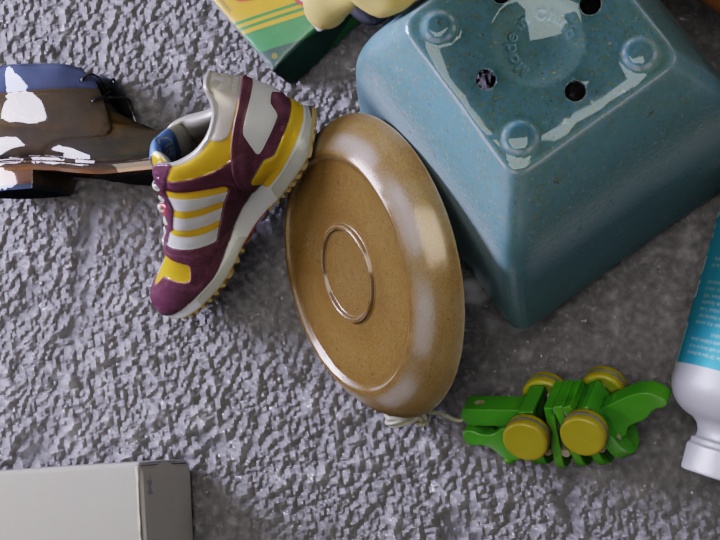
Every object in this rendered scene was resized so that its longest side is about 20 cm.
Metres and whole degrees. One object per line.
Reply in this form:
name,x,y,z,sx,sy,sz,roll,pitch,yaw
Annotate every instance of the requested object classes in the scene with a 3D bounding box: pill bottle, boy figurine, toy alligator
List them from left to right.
boy figurine,0.016,-0.194,1.043,0.124,0.200,0.064,-42,98,3
toy alligator,0.112,0.105,1.102,0.199,0.059,0.054,-8,118,29
pill bottle,0.257,0.035,1.035,0.110,0.111,0.201,16,87,17

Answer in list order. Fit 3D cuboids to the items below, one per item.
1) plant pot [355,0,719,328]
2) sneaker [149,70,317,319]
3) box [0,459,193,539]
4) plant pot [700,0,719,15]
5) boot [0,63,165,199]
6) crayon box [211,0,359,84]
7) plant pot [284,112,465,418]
plant pot,0.112,-0.110,1.035,0.196,0.200,0.197,-35,76,2
sneaker,-0.110,-0.053,1.130,0.090,0.075,0.200,25,125,-18
box,-0.224,0.175,1.166,0.199,0.095,0.078,-6,83,17
plant pot,0.267,-0.223,1.027,0.200,0.200,0.140,-39,86,8
boot,-0.181,-0.108,1.198,0.199,0.075,0.097,-5,85,17
crayon box,-0.021,-0.246,1.181,0.200,0.051,0.127,-43,74,7
plant pot,0.000,0.000,1.085,0.027,0.200,0.201,-13,76,-28
